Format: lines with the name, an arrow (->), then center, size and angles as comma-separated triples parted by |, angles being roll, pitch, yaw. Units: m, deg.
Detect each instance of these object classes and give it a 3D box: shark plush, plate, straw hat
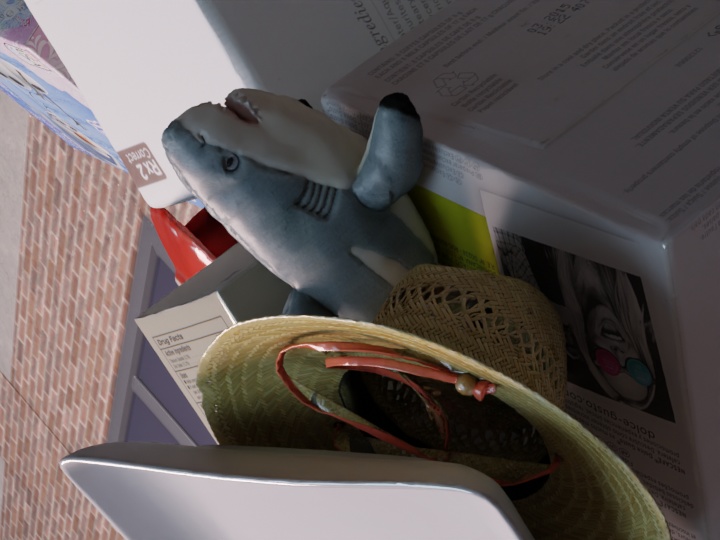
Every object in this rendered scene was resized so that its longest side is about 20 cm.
shark plush -> -0.013, 0.012, 0.848 | 0.091, 0.083, 0.201 | 19, 135, 49
plate -> 0.007, 0.125, 0.814 | 0.199, 0.032, 0.200 | 0, 142, 34
straw hat -> 0.039, 0.045, 0.786 | 0.200, 0.085, 0.202 | 17, 149, 10

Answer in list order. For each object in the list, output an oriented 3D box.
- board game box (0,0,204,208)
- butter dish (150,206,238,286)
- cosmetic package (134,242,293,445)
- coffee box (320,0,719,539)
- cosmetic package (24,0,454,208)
board game box -> -0.172, -0.115, 1.207 | 0.198, 0.044, 0.200 | 24, 168, 46
butter dish -> 0.000, 0.000, 1.083 | 0.199, 0.148, 0.200 | 44, 177, -10
cosmetic package -> -0.005, 0.079, 0.922 | 0.201, 0.073, 0.103 | 58, 153, -9
coffee box -> 0.133, -0.015, 0.892 | 0.199, 0.199, 0.199 | 26, 141, 43
cosmetic package -> -0.038, -0.156, 1.008 | 0.166, 0.200, 0.165 | 60, 152, -10
